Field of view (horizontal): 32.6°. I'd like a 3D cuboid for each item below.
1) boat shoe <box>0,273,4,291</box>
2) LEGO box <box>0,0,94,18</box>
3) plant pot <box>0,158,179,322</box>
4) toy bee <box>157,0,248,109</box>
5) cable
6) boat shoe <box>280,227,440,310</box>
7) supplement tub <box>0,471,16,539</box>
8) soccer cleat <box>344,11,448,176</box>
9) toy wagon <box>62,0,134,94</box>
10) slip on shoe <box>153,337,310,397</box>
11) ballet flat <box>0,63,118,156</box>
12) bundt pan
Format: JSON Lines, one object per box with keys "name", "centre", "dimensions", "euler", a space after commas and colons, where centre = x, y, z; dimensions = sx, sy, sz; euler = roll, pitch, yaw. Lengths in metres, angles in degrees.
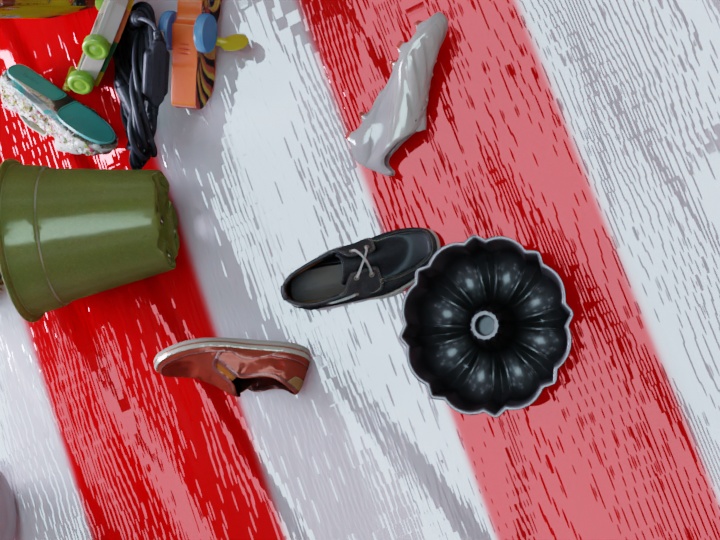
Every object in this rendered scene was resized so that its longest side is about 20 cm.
{"name": "boat shoe", "centre": [-0.496, 0.006, 1.605], "dimensions": [0.198, 0.074, 0.067], "euler": [-22, 83, 24]}
{"name": "LEGO box", "centre": [-0.427, -0.395, 1.529], "dimensions": [0.076, 0.200, 0.152], "euler": [-7, 98, 22]}
{"name": "plant pot", "centre": [-0.325, -0.050, 1.512], "dimensions": [0.187, 0.200, 0.204], "euler": [-8, 83, 2]}
{"name": "toy bee", "centre": [-0.196, -0.308, 1.534], "dimensions": [0.130, 0.109, 0.202], "euler": [27, 118, 9]}
{"name": "cable", "centre": [-0.279, -0.225, 1.518], "dimensions": [0.050, 0.163, 0.203], "euler": [-4, 111, -25]}
{"name": "boat shoe", "centre": [0.000, 0.000, 1.460], "dimensions": [0.197, 0.068, 0.073], "euler": [-19, 79, 13]}
{"name": "supplement tub", "centre": [-0.552, 0.322, 1.562], "dimensions": [0.197, 0.132, 0.134], "euler": [-14, 82, 16]}
{"name": "soccer cleat", "centre": [0.058, -0.208, 1.462], "dimensions": [0.077, 0.069, 0.202], "euler": [34, 102, 11]}
{"name": "toy wagon", "centre": [-0.327, -0.293, 1.547], "dimensions": [0.039, 0.200, 0.157], "euler": [21, 52, -17]}
{"name": "slip on shoe", "centre": [-0.158, 0.120, 1.490], "dimensions": [0.196, 0.074, 0.062], "euler": [1, 68, 11]}
{"name": "ballet flat", "centre": [-0.391, -0.194, 1.597], "dimensions": [0.199, 0.075, 0.065], "euler": [38, 127, 20]}
{"name": "bundt pan", "centre": [0.147, 0.063, 1.405], "dimensions": [0.198, 0.076, 0.206], "euler": [-1, 86, 16]}
